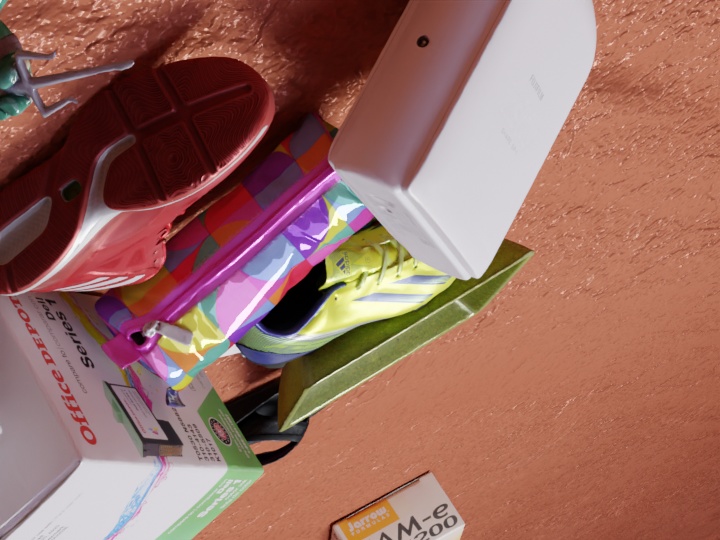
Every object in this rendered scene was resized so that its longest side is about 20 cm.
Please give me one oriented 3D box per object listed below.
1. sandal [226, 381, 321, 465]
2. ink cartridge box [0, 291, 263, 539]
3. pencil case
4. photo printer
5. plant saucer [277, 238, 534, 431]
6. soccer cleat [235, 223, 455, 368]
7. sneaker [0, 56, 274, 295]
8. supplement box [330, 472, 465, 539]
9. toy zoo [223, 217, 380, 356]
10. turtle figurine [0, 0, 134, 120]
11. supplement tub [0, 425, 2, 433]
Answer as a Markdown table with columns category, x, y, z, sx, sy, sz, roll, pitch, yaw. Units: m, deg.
| category | x | y | z | sx | sy | sz | roll | pitch | yaw |
| --- | --- | --- | --- | --- | --- | --- | --- | --- | --- |
| sandal | -0.098 | 0.139 | 1.439 | 0.200 | 0.048 | 0.075 | -18 | 153 | -31 |
| ink cartridge box | -0.174 | 0.092 | 1.119 | 0.084 | 0.145 | 0.200 | -42 | 156 | 18 |
| pencil case | -0.074 | -0.009 | 1.106 | 0.200 | 0.088 | 0.088 | -43 | 157 | -2 |
| photo printer | 0.072 | -0.111 | 1.056 | 0.200 | 0.069 | 0.166 | -62 | 154 | -10 |
| plant saucer | 0.019 | 0.039 | 1.348 | 0.200 | 0.048 | 0.200 | -30 | 172 | -14 |
| soccer cleat | 0.000 | 0.001 | 1.221 | 0.200 | 0.065 | 0.084 | -29 | 155 | -11 |
| sneaker | -0.122 | -0.052 | 1.020 | 0.200 | 0.079 | 0.115 | -28 | 168 | 15 |
| supplement box | 0.034 | 0.313 | 1.929 | 0.126 | 0.074 | 0.200 | -27 | 156 | -17 |
| toy zoo | -0.049 | 0.002 | 1.268 | 0.131 | 0.020 | 0.200 | -20 | 154 | -30 |
| turtle figurine | -0.173 | -0.131 | 0.739 | 0.199 | 0.101 | 0.150 | -15 | 140 | -5 |
| supplement tub | -0.307 | 0.080 | 0.936 | 0.200 | 0.132 | 0.132 | -29 | 157 | -12 |
